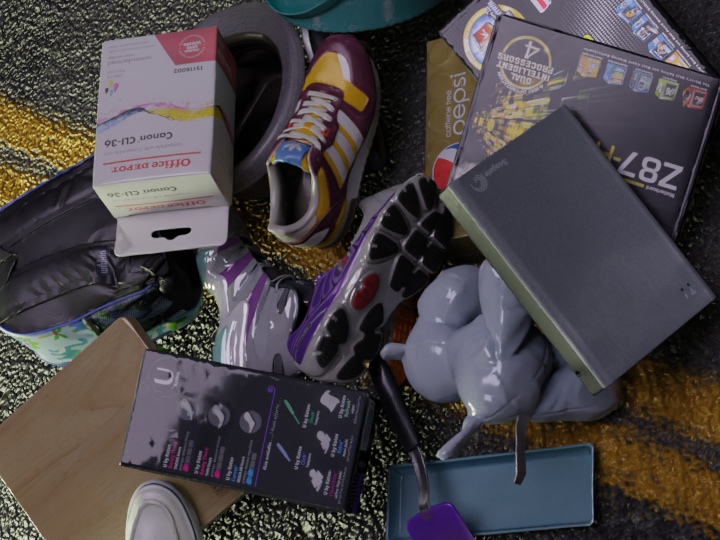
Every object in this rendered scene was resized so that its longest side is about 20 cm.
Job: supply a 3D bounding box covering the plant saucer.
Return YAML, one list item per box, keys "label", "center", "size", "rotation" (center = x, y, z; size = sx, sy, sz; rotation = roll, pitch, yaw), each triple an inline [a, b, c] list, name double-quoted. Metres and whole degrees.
- label: "plant saucer"
  center: [0.110, 0.191, 1.571]
  size: [0.199, 0.019, 0.070]
  rotation: [-11, 67, 32]

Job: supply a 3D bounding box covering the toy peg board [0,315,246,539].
- label: "toy peg board"
  center: [-0.215, 0.178, 1.755]
  size: [0.200, 0.098, 0.199]
  rotation: [-41, 79, 16]

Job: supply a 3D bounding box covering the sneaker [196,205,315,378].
- label: "sneaker"
  center: [-0.074, 0.014, 1.735]
  size: [0.140, 0.078, 0.201]
  rotation: [-20, 72, 26]

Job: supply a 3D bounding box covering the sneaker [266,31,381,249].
- label: "sneaker"
  center: [-0.037, -0.120, 1.678]
  size: [0.075, 0.090, 0.201]
  rotation: [6, 89, 29]

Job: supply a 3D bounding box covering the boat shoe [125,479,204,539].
- label: "boat shoe"
  center: [-0.182, 0.290, 1.660]
  size: [0.071, 0.070, 0.201]
  rotation: [0, 93, 14]

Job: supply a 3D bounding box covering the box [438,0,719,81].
- label: "box"
  center: [0.190, -0.180, 1.588]
  size: [0.160, 0.044, 0.200]
  rotation: [-40, 81, 14]

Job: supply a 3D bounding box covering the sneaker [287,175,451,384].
- label: "sneaker"
  center: [0.000, 0.000, 1.592]
  size: [0.200, 0.081, 0.083]
  rotation: [-54, 36, -10]

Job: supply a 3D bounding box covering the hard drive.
- label: "hard drive"
  center: [0.172, -0.018, 1.473]
  size: [0.200, 0.139, 0.033]
  rotation: [52, 150, 5]

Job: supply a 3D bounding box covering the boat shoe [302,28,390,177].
- label: "boat shoe"
  center: [-0.009, -0.182, 1.764]
  size: [0.060, 0.076, 0.201]
  rotation: [-16, 76, 29]

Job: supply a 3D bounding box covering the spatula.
- label: "spatula"
  center: [0.047, 0.166, 1.579]
  size: [0.056, 0.021, 0.201]
  rotation: [-30, 72, 32]

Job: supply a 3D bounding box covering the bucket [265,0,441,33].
- label: "bucket"
  center: [-0.007, -0.320, 1.720]
  size: [0.206, 0.135, 0.207]
  rotation: [-7, 33, 5]

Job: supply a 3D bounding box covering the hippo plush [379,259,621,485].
- label: "hippo plush"
  center: [0.118, 0.075, 1.557]
  size: [0.161, 0.159, 0.201]
  rotation: [3, 73, 61]

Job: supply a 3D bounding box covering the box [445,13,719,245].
- label: "box"
  center: [0.187, -0.110, 1.545]
  size: [0.199, 0.049, 0.162]
  rotation: [19, 101, 14]

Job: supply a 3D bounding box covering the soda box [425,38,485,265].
- label: "soda box"
  center: [0.101, -0.112, 1.663]
  size: [0.068, 0.064, 0.201]
  rotation: [-11, 66, 31]

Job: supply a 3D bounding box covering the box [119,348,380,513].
- label: "box"
  center: [-0.093, 0.140, 1.612]
  size: [0.199, 0.122, 0.106]
  rotation: [11, 83, 6]

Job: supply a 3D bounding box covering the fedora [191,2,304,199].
- label: "fedora"
  center: [-0.107, -0.150, 1.802]
  size: [0.176, 0.090, 0.201]
  rotation: [-15, 60, 30]

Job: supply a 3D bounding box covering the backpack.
- label: "backpack"
  center: [-0.258, -0.002, 1.811]
  size: [0.199, 0.147, 0.184]
  rotation: [-23, 58, 12]

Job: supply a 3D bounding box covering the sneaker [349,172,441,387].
- label: "sneaker"
  center: [0.028, 0.014, 1.669]
  size: [0.092, 0.076, 0.201]
  rotation: [-13, 58, 39]

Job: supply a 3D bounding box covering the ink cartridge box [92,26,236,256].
- label: "ink cartridge box"
  center: [-0.180, -0.119, 1.713]
  size: [0.116, 0.068, 0.201]
  rotation: [-7, 63, 11]
